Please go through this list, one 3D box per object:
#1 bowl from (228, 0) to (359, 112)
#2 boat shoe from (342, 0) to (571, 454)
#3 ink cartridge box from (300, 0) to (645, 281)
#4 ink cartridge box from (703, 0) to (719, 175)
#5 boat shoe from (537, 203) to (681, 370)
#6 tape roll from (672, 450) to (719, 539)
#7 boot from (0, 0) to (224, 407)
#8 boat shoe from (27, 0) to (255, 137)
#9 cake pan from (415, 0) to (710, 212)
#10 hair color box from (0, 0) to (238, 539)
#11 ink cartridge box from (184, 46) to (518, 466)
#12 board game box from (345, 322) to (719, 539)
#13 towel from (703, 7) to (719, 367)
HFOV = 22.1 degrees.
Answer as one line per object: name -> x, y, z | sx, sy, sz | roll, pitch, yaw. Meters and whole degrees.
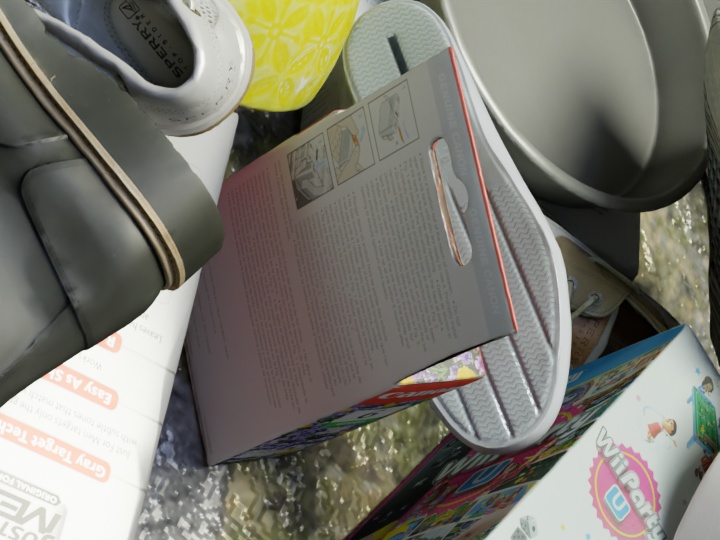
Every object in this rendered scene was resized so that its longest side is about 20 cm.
bowl -> -0.065, -0.171, 0.740 | 0.199, 0.108, 0.201 | 34, 24, -17
boat shoe -> 0.046, -0.017, 0.778 | 0.067, 0.073, 0.202 | 47, 29, -68
ink cartridge box -> 0.064, -0.114, 0.927 | 0.199, 0.040, 0.202 | 27, 56, -31
ink cartridge box -> 0.255, -0.140, 1.026 | 0.084, 0.146, 0.202 | 3, 72, -40
boat shoe -> 0.093, 0.019, 0.863 | 0.199, 0.068, 0.075 | 24, 101, -31
tape roll -> 0.205, 0.127, 0.763 | 0.201, 0.071, 0.204 | -25, 128, -36
boot -> -0.159, -0.038, 0.582 | 0.200, 0.078, 0.138 | 42, 67, 13
boat shoe -> -0.115, -0.129, 0.626 | 0.200, 0.069, 0.071 | 42, 91, 3
cake pan -> 0.099, -0.119, 0.904 | 0.199, 0.037, 0.202 | 18, 61, -36
hair color box -> -0.116, 0.014, 0.657 | 0.101, 0.061, 0.202 | 29, 55, -27
ink cartridge box -> 0.000, 0.000, 0.718 | 0.050, 0.199, 0.110 | -2, 74, -39
board game box -> 0.053, 0.116, 0.753 | 0.200, 0.147, 0.065 | -38, 97, -43
towel -> 0.174, 0.006, 0.840 | 0.201, 0.034, 0.194 | -86, 172, -58
